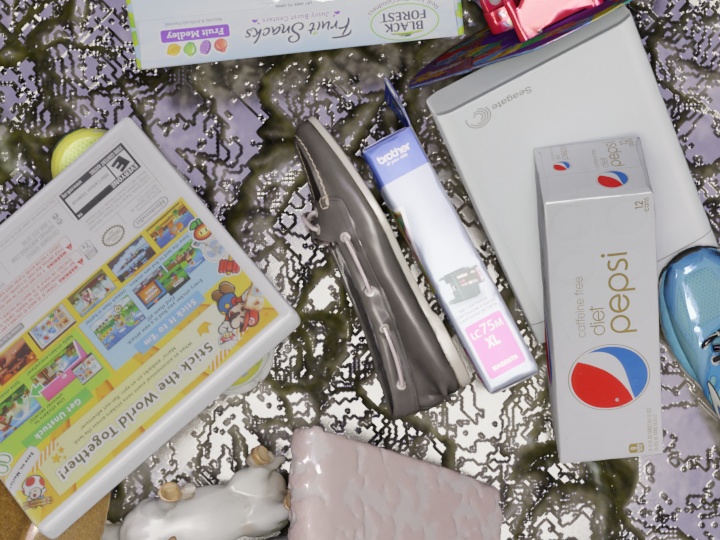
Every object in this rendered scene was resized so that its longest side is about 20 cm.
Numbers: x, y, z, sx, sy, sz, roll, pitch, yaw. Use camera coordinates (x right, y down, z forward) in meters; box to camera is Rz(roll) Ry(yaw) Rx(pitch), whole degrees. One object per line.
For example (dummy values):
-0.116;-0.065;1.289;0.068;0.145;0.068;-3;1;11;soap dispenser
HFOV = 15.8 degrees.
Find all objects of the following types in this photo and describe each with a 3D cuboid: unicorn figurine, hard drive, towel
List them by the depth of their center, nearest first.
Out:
0.022;0.208;1.551;0.032;0.191;0.201;-15;67;36;towel
0.134;-0.057;1.595;0.132;0.027;0.200;-27;129;0;hard drive
-0.109;0.151;1.613;0.199;0.137;0.074;2;78;-14;unicorn figurine

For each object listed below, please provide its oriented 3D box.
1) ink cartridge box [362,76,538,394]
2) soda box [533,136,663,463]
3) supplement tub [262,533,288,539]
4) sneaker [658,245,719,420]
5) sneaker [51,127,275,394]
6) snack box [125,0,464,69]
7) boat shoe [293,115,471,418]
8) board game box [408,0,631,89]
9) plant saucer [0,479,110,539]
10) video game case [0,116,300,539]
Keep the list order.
0.049;-0.020;1.610;0.042;0.119;0.201;-26;88;1;ink cartridge box
0.146;0.021;1.585;0.068;0.064;0.201;-6;124;1;soda box
-0.032;0.265;1.595;0.131;0.132;0.201;-14;87;0;supplement tub
0.254;0.073;1.619;0.078;0.090;0.201;-29;88;0;sneaker
-0.123;-0.011;1.626;0.078;0.090;0.200;-40;87;1;sneaker
-0.041;-0.176;1.603;0.199;0.142;0.053;-6;112;0;snack box
0.000;0.000;1.637;0.057;0.067;0.201;-30;91;-5;boat shoe
0.109;-0.171;1.572;0.158;0.200;0.039;-35;103;-35;board game box
-0.248;0.135;1.606;0.199;0.035;0.201;-7;75;25;plant saucer
-0.164;0.032;1.571;0.200;0.023;0.182;-41;64;-1;video game case
